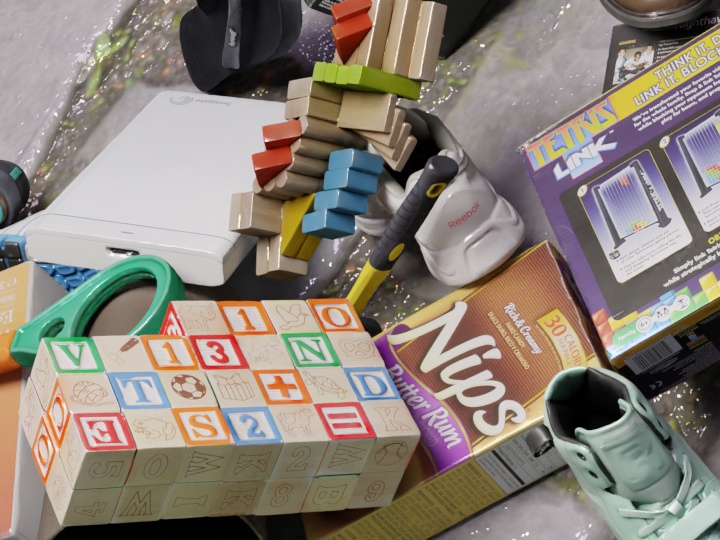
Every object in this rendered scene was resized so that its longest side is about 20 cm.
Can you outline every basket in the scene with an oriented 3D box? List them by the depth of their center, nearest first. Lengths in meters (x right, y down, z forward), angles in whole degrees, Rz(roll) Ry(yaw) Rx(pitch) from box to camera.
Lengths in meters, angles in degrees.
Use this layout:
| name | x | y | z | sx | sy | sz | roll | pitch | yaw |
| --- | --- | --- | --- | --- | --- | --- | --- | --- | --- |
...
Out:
| name | x | y | z | sx | sy | sz | roll | pitch | yaw |
| --- | --- | --- | --- | --- | --- | --- | --- | --- | --- |
| basket | -0.123 | 0.107 | 1.462 | 0.180 | 0.136 | 0.200 | 118 | 159 | -44 |

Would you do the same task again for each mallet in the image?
| name | x | y | z | sx | sy | sz | roll | pitch | yaw |
| --- | --- | --- | --- | --- | --- | --- | --- | --- | --- |
| mallet | 0.000 | 0.000 | 1.421 | 0.066 | 0.200 | 0.041 | -2 | 54 | -20 |

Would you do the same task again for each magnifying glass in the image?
| name | x | y | z | sx | sy | sz | roll | pitch | yaw |
| --- | --- | --- | --- | --- | --- | --- | --- | --- | --- |
| magnifying glass | -0.189 | 0.040 | 1.463 | 0.200 | 0.022 | 0.080 | -19 | 40 | 31 |

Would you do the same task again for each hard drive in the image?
| name | x | y | z | sx | sy | sz | roll | pitch | yaw |
| --- | --- | --- | --- | --- | --- | --- | --- | --- | --- |
| hard drive | -0.109 | -0.056 | 1.547 | 0.132 | 0.027 | 0.200 | 8 | 31 | 19 |

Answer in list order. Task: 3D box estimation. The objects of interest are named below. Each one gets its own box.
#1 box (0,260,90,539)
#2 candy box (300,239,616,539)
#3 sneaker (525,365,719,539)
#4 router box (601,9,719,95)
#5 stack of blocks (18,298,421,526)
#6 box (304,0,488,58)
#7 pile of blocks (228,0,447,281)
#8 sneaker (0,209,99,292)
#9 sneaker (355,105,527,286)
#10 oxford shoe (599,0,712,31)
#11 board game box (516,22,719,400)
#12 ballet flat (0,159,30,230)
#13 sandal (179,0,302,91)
| name | x | y | z | sx | sy | sz | roll | pitch | yaw |
| --- | --- | --- | --- | --- | --- | --- | --- | --- | --- |
| box | -0.247 | 0.119 | 1.549 | 0.152 | 0.106 | 0.200 | -18 | 52 | 21 |
| candy box | 0.051 | 0.081 | 1.423 | 0.200 | 0.056 | 0.117 | -29 | 48 | 11 |
| sneaker | 0.162 | 0.132 | 1.277 | 0.074 | 0.118 | 0.200 | -42 | 49 | -1 |
| router box | 0.235 | -0.079 | 1.414 | 0.200 | 0.052 | 0.157 | -5 | 58 | 30 |
| stack of blocks | -0.082 | 0.076 | 1.346 | 0.115 | 0.200 | 0.059 | 61 | 141 | 41 |
| box | 0.040 | -0.270 | 1.572 | 0.200 | 0.124 | 0.149 | -52 | 44 | 24 |
| pile of blocks | -0.021 | -0.077 | 1.417 | 0.082 | 0.062 | 0.200 | 47 | 118 | 47 |
| sneaker | -0.186 | -0.020 | 1.641 | 0.200 | 0.075 | 0.087 | -15 | 28 | 28 |
| sneaker | 0.029 | -0.067 | 1.484 | 0.078 | 0.099 | 0.200 | -38 | 28 | -11 |
| oxford shoe | 0.173 | -0.218 | 1.489 | 0.073 | 0.084 | 0.200 | -10 | 39 | 6 |
| board game box | 0.204 | -0.048 | 1.340 | 0.200 | 0.057 | 0.165 | -31 | 49 | 14 |
| ballet flat | -0.307 | -0.024 | 1.711 | 0.200 | 0.073 | 0.073 | -28 | 48 | 30 |
| sandal | -0.086 | -0.163 | 1.602 | 0.043 | 0.200 | 0.076 | -15 | 78 | -24 |
